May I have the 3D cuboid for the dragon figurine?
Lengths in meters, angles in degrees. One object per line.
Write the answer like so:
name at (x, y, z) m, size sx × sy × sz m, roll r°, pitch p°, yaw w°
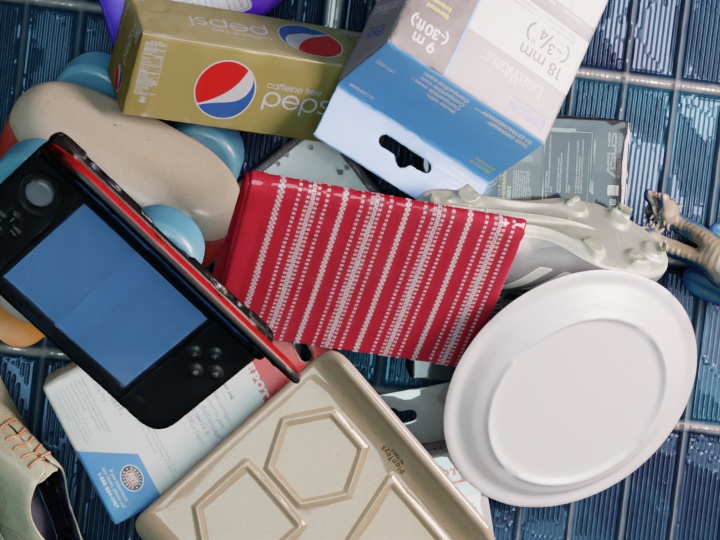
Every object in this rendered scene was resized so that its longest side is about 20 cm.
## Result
dragon figurine at (0.284, 0.000, 1.439) m, size 0.199 × 0.099 × 0.059 m, roll 28°, pitch 90°, yaw -36°

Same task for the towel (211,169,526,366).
towel at (0.000, 0.000, 1.313) m, size 0.198 × 0.023 × 0.145 m, roll 9°, pitch 132°, yaw -12°

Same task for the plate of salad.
plate of salad at (0.149, 0.083, 1.378) m, size 0.198 × 0.048 × 0.202 m, roll -10°, pitch 123°, yaw -15°

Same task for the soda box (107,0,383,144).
soda box at (-0.076, -0.141, 1.361) m, size 0.198 × 0.068 × 0.065 m, roll 7°, pitch 120°, yaw -23°

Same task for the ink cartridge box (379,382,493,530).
ink cartridge box at (0.039, 0.193, 1.423) m, size 0.115 × 0.067 × 0.202 m, roll -10°, pitch 94°, yaw -4°

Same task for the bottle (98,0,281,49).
bottle at (-0.096, -0.221, 1.391) m, size 0.198 × 0.065 × 0.084 m, roll -20°, pitch 97°, yaw -4°

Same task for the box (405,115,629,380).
box at (0.116, -0.017, 1.429) m, size 0.156 × 0.051 × 0.203 m, roll 2°, pitch 93°, yaw -6°

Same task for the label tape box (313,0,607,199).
label tape box at (0.076, -0.150, 1.346) m, size 0.143 × 0.063 × 0.202 m, roll 30°, pitch 77°, yaw -23°

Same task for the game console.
game console at (-0.153, 0.022, 1.206) m, size 0.172 × 0.119 × 0.200 m, roll -38°, pitch 107°, yaw 25°

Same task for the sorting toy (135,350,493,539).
sorting toy at (-0.033, 0.185, 1.371) m, size 0.200 × 0.036 × 0.185 m, roll -41°, pitch 95°, yaw 6°

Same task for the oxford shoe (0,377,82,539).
oxford shoe at (-0.251, 0.129, 1.381) m, size 0.073 × 0.071 × 0.202 m, roll -13°, pitch 106°, yaw 36°

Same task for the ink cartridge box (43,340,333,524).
ink cartridge box at (-0.119, 0.084, 1.403) m, size 0.199 × 0.067 × 0.117 m, roll -28°, pitch 96°, yaw -3°

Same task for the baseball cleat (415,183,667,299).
baseball cleat at (0.117, -0.007, 1.373) m, size 0.198 × 0.070 × 0.107 m, roll 13°, pitch 133°, yaw -14°

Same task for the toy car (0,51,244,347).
toy car at (-0.196, -0.018, 1.366) m, size 0.176 × 0.185 × 0.201 m, roll 28°, pitch 119°, yaw -7°
